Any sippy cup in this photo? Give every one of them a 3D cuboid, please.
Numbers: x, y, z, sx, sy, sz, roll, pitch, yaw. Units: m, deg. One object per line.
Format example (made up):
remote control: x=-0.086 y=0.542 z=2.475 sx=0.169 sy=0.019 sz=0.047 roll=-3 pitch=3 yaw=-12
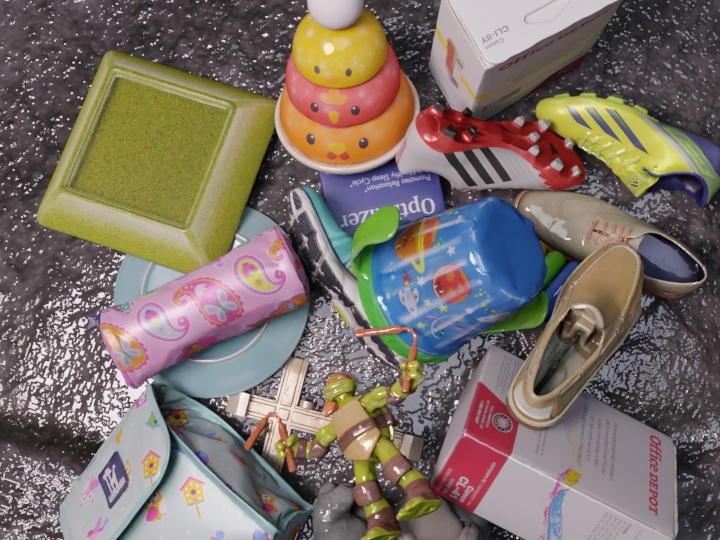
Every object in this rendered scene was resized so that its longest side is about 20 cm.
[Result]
sippy cup: x=0.088 y=0.001 z=0.841 sx=0.178 sy=0.130 sz=0.140 roll=-14 pitch=82 yaw=-45

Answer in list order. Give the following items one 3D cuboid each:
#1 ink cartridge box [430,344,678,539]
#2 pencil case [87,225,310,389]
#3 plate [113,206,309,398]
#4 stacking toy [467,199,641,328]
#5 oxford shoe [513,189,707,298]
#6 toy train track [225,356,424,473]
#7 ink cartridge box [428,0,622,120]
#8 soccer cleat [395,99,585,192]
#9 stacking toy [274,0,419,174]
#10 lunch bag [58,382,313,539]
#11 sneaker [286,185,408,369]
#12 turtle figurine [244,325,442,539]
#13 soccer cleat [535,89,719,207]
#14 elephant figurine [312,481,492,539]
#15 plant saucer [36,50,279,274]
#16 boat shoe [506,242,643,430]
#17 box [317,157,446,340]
ink cartridge box: x=0.179 y=0.176 z=0.868 sx=0.200 sy=0.148 sz=0.086 roll=29 pitch=122 yaw=3
pencil case: x=-0.147 y=0.033 z=0.889 sx=0.199 sy=0.087 sz=0.088 roll=-26 pitch=85 yaw=-1
plate: x=-0.151 y=0.025 z=0.945 sx=0.199 sy=0.026 sz=0.201 roll=-1 pitch=79 yaw=3
stacking toy: x=0.173 y=0.003 z=0.927 sx=0.200 sy=0.085 sz=0.085 roll=41 pitch=86 yaw=8
oxford shoe: x=0.247 y=-0.035 z=0.930 sx=0.199 sy=0.074 sz=0.071 roll=21 pitch=86 yaw=3
toy train track: x=-0.036 y=0.153 z=0.934 sx=0.199 sy=0.033 sz=0.115 roll=14 pitch=85 yaw=3
ink cartridge box: x=0.149 y=-0.224 z=0.887 sx=0.145 sy=0.200 sz=0.084 roll=-29 pitch=85 yaw=-3
soccer cleat: x=0.128 y=-0.108 z=0.923 sx=0.199 sy=0.085 sz=0.069 roll=9 pitch=55 yaw=-27
stacking toy: x=-0.021 y=-0.197 z=0.874 sx=0.146 sy=0.200 sz=0.147 roll=-3 pitch=61 yaw=5
lunch bag: x=-0.173 y=0.225 z=0.881 sx=0.200 sy=0.122 sz=0.171 roll=39 pitch=102 yaw=13
sneaker: x=0.000 y=0.000 z=0.910 sx=0.080 sy=0.077 sz=0.200 roll=-38 pitch=93 yaw=-21
turtle figurine: x=-0.003 y=0.155 z=0.829 sx=0.200 sy=0.064 sz=0.162 roll=-35 pitch=61 yaw=17
soccer cleat: x=0.267 y=-0.120 z=0.944 sx=0.199 sy=0.065 sz=0.084 roll=18 pitch=87 yaw=2
elephant figurine: x=0.060 y=0.249 z=0.869 sx=0.199 sy=0.142 sz=0.156 roll=-4 pitch=79 yaw=4
plant saucer: x=-0.205 y=-0.115 z=0.940 sx=0.199 sy=0.048 sz=0.201 roll=18 pitch=79 yaw=7
boat shoe: x=0.199 y=0.048 z=0.830 sx=0.072 sy=0.076 sz=0.200 roll=27 pitch=65 yaw=14
box: x=0.030 y=-0.038 z=0.955 sx=0.121 sy=0.032 sz=0.201 roll=-11 pitch=85 yaw=-1
